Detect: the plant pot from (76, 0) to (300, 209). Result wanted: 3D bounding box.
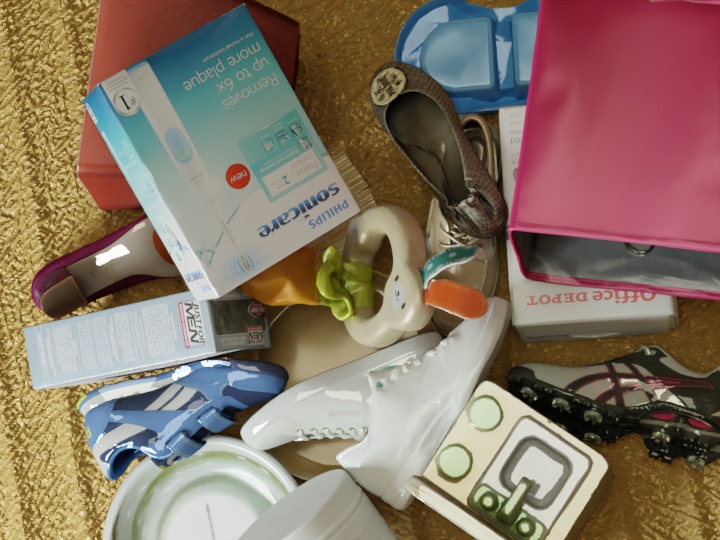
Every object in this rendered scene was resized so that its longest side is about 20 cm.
[{"bbox_3d":[-0.148,-0.158,1.604,0.175,0.200,0.202,7,83,-2],"label":"plant pot"}]

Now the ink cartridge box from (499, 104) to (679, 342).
[{"bbox_3d":[0.202,-0.045,1.563,0.144,0.083,0.202,-5,79,9],"label":"ink cartridge box"}]

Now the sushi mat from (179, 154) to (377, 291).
[{"bbox_3d":[-0.076,-0.024,1.638,0.199,0.012,0.096,-30,56,5],"label":"sushi mat"}]

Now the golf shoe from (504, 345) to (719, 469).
[{"bbox_3d":[0.228,0.108,1.551,0.199,0.077,0.089,15,65,11],"label":"golf shoe"}]

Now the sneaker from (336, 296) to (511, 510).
[{"bbox_3d":[0.052,0.098,1.500,0.088,0.075,0.201,31,85,12],"label":"sneaker"}]

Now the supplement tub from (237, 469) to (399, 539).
[{"bbox_3d":[-0.006,0.286,1.501,0.132,0.132,0.200,-36,99,4],"label":"supplement tub"}]

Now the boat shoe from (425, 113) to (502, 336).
[{"bbox_3d":[0.089,-0.040,1.594,0.071,0.065,0.202,3,83,12],"label":"boat shoe"}]

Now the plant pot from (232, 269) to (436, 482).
[{"bbox_3d":[-0.020,0.095,1.615,0.199,0.027,0.202,-2,81,12],"label":"plant pot"}]

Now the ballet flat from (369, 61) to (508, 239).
[{"bbox_3d":[0.063,-0.110,1.560,0.067,0.046,0.201,-41,63,22],"label":"ballet flat"}]

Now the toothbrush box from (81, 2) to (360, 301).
[{"bbox_3d":[-0.117,-0.096,1.472,0.146,0.085,0.201,-30,96,-17],"label":"toothbrush box"}]

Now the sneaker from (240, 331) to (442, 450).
[{"bbox_3d":[-0.007,0.129,1.556,0.199,0.073,0.085,-24,75,5],"label":"sneaker"}]

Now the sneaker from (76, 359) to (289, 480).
[{"bbox_3d":[-0.153,0.130,1.569,0.199,0.074,0.083,-16,70,15],"label":"sneaker"}]

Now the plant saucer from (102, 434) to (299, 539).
[{"bbox_3d":[-0.134,0.251,1.602,0.199,0.050,0.202,-2,81,10],"label":"plant saucer"}]

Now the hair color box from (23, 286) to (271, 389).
[{"bbox_3d":[-0.192,0.060,1.588,0.199,0.099,0.061,-12,86,26],"label":"hair color box"}]

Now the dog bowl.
[{"bbox_3d":[0.133,-0.196,1.618,0.198,0.050,0.112,-4,81,10],"label":"dog bowl"}]

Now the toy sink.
[{"bbox_3d":[0.132,0.174,1.484,0.130,0.200,0.112,32,89,15],"label":"toy sink"}]

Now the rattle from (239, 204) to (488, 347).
[{"bbox_3d":[0.000,0.000,1.496,0.142,0.200,0.131,27,90,-27],"label":"rattle"}]

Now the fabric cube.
[{"bbox_3d":[0.230,-0.097,1.424,0.195,0.200,0.201,5,79,9],"label":"fabric cube"}]

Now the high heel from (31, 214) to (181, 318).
[{"bbox_3d":[-0.219,-0.018,1.661,0.199,0.096,0.068,-23,106,-10],"label":"high heel"}]
